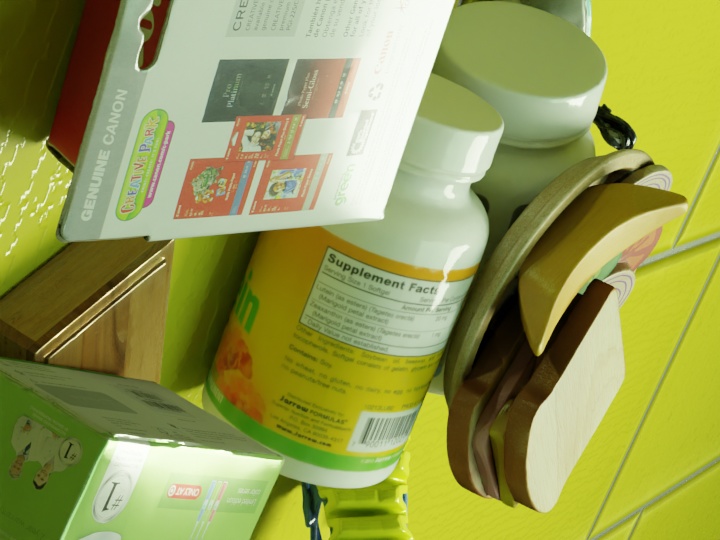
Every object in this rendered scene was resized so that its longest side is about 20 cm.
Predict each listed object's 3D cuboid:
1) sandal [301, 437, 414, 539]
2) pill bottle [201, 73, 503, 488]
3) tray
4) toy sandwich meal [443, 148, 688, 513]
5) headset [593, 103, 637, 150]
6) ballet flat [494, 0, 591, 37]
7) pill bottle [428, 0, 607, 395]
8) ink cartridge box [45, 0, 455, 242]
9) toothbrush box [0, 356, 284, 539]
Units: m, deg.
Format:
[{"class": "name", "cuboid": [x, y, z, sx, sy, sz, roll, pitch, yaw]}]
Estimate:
[{"class": "sandal", "cuboid": [-0.001, 0.174, 1.426, 0.087, 0.079, 0.201, 112, -18, -67]}, {"class": "pill bottle", "cuboid": [0.000, 0.000, 1.222, 0.111, 0.111, 0.201, -20, 135, -61]}, {"class": "tray", "cuboid": [-0.135, 0.076, 1.111, 0.099, 0.037, 0.201, -42, 152, -41]}, {"class": "toy sandwich meal", "cuboid": [0.115, 0.031, 1.274, 0.205, 0.070, 0.206, -43, 153, -29]}, {"class": "headset", "cuboid": [0.093, -0.026, 1.503, 0.200, 0.094, 0.124, -45, 164, 1]}, {"class": "ballet flat", "cuboid": [0.093, -0.110, 1.373, 0.063, 0.068, 0.201, -22, 143, -17]}, {"class": "pill bottle", "cuboid": [0.065, -0.039, 1.321, 0.114, 0.113, 0.201, -36, 149, -49]}, {"class": "ink cartridge box", "cuboid": [-0.049, -0.119, 0.956, 0.175, 0.084, 0.201, -6, 126, -42]}, {"class": "toothbrush box", "cuboid": [-0.136, 0.147, 1.017, 0.145, 0.086, 0.201, 13, 101, -61]}]
